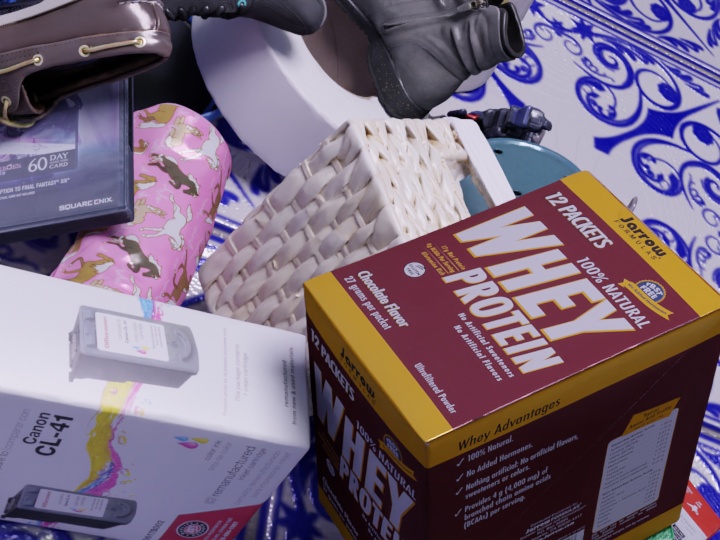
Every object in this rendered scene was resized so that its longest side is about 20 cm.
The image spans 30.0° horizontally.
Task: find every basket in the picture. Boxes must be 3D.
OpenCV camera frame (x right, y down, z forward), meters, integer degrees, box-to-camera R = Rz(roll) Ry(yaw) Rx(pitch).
[{"bbox_3d":[0.000,0.000,0.897,0.123,0.200,0.136,3,55,-46],"label":"basket"}]

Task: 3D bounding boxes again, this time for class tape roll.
[{"bbox_3d":[-0.037,-0.164,1.074,0.202,0.071,0.203,33,41,-33],"label":"tape roll"}]

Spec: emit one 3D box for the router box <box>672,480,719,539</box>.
[{"bbox_3d":[0.149,0.155,0.995,0.179,0.049,0.200,-24,72,-43],"label":"router box"}]

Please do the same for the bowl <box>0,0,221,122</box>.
[{"bbox_3d":[-0.186,-0.182,1.048,0.200,0.039,0.201,18,48,-21],"label":"bowl"}]

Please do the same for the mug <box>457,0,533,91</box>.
[{"bbox_3d":[0.092,-0.257,1.212,0.149,0.153,0.187,33,44,-8],"label":"mug"}]

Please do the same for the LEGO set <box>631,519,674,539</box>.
[{"bbox_3d":[0.118,0.239,0.860,0.199,0.116,0.154,-8,45,-7],"label":"LEGO set"}]

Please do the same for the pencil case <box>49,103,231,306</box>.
[{"bbox_3d":[-0.151,-0.024,0.915,0.086,0.083,0.200,0,46,14],"label":"pencil case"}]

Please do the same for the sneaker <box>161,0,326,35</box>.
[{"bbox_3d":[-0.120,-0.201,0.934,0.199,0.075,0.080,22,77,-18],"label":"sneaker"}]

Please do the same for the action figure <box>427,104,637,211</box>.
[{"bbox_3d":[0.127,-0.075,1.113,0.193,0.200,0.105,28,89,-2],"label":"action figure"}]

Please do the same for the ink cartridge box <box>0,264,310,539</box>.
[{"bbox_3d":[-0.147,0.087,0.781,0.199,0.148,0.086,13,49,-23],"label":"ink cartridge box"}]

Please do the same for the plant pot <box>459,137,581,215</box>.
[{"bbox_3d":[0.106,-0.018,1.000,0.199,0.135,0.200,11,34,-7],"label":"plant pot"}]

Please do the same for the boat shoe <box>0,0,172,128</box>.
[{"bbox_3d":[-0.217,-0.130,0.873,0.072,0.199,0.060,43,27,-73],"label":"boat shoe"}]

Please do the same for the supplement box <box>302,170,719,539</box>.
[{"bbox_3d":[0.085,0.082,0.793,0.197,0.200,0.133,-22,47,-20],"label":"supplement box"}]

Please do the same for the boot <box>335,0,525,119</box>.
[{"bbox_3d":[0.050,-0.227,1.055,0.068,0.130,0.200,-6,68,-54],"label":"boot"}]

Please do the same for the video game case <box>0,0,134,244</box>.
[{"bbox_3d":[-0.225,-0.107,0.913,0.142,0.019,0.201,-9,59,5],"label":"video game case"}]
